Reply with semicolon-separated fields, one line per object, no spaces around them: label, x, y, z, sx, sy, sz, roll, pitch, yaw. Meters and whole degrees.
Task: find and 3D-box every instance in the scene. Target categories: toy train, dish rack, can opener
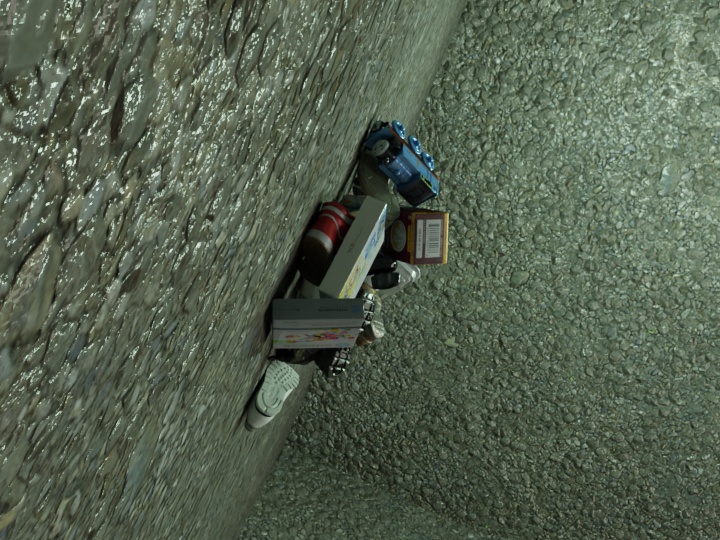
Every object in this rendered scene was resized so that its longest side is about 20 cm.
toy train;0.091;-0.233;1.718;0.087;0.200;0.114;-27;-141;29
dish rack;0.027;-0.011;1.930;0.172;0.200;0.044;-36;-162;46
can opener;0.000;0.000;1.726;0.063;0.200;0.079;28;66;-46

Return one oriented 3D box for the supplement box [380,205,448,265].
supplement box;0.101;-0.080;1.736;0.200;0.085;0.111;18;-72;62

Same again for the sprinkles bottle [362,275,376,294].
sprinkles bottle;-0.028;0.089;1.796;0.200;0.068;0.068;-58;178;-1

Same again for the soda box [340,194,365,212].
soda box;-0.021;-0.068;1.822;0.068;0.063;0.201;-64;163;-58

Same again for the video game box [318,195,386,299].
video game box;-0.014;-0.013;1.476;0.182;0.047;0.200;97;19;-71

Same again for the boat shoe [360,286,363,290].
boat shoe;-0.064;0.086;1.723;0.200;0.065;0.072;-51;180;32

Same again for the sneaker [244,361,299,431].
sneaker;-0.196;0.268;1.732;0.081;0.076;0.200;-55;179;27

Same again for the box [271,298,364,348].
box;-0.081;0.097;1.430;0.200;0.155;0.041;110;-22;-71

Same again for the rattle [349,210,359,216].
rattle;-0.066;-0.081;1.634;0.200;0.143;0.130;-12;143;-42

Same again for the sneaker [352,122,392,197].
sneaker;0.041;-0.245;1.837;0.084;0.080;0.200;-74;-176;-57

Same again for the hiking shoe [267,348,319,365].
hiking shoe;-0.106;0.130;1.612;0.100;0.076;0.200;-4;142;-46

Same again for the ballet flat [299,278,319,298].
ballet flat;-0.089;0.008;1.663;0.200;0.069;0.070;-74;-173;-75

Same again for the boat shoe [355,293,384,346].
boat shoe;0.003;0.097;1.870;0.072;0.076;0.200;-39;-152;22

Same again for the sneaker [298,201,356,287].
sneaker;-0.060;-0.050;1.475;0.113;0.071;0.200;-62;174;-25

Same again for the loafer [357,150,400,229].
loafer;0.028;-0.171;1.721;0.063;0.072;0.200;-54;-140;40

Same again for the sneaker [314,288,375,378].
sneaker;-0.041;0.122;1.669;0.075;0.079;0.200;22;98;-48
